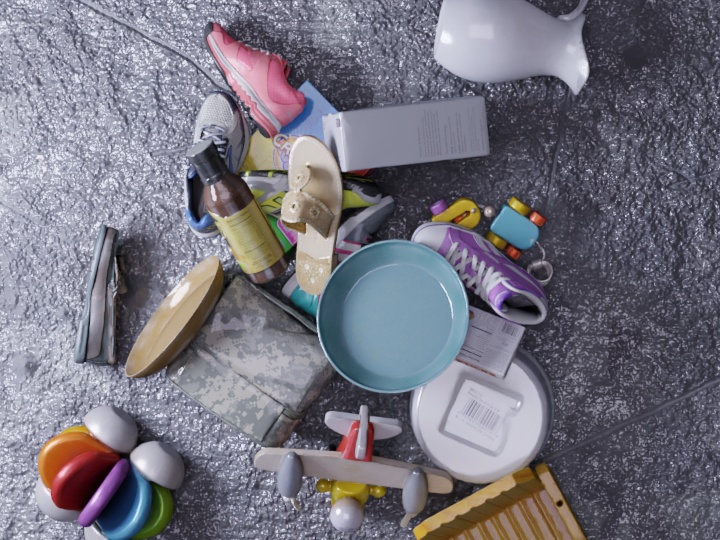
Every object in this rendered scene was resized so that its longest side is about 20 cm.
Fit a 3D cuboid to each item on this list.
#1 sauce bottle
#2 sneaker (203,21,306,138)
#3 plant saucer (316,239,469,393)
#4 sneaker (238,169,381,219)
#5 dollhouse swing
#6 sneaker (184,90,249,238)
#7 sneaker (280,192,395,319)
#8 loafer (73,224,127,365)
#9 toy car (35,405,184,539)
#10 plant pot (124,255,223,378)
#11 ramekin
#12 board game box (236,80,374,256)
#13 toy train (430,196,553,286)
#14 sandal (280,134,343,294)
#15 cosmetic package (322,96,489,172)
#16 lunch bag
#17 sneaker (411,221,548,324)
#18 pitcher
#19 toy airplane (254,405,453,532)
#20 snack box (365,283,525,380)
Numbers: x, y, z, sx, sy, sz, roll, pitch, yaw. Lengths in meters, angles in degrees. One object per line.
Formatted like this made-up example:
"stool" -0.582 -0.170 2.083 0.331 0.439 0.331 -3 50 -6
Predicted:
"sauce bottle" -0.163 -0.078 1.633 0.065 0.065 0.200 -25 113 6
"sneaker" -0.142 -0.272 1.713 0.087 0.074 0.200 -33 68 -3
"plant saucer" 0.044 0.061 1.611 0.199 0.036 0.201 -3 75 12
"sneaker" -0.067 -0.095 1.675 0.199 0.075 0.077 4 98 18
"dollhouse swing" 0.186 0.361 1.626 0.199 0.176 0.182 -29 86 5
"sneaker" -0.197 -0.144 1.679 0.077 0.085 0.201 4 90 7
"sneaker" 0.000 0.000 1.694 0.200 0.084 0.121 -45 82 9
"loafer" -0.357 0.037 1.757 0.063 0.072 0.201 11 98 -13
"toy car" -0.352 0.294 1.705 0.200 0.150 0.175 37 94 6
"plant pot" -0.245 0.067 1.679 0.027 0.200 0.200 39 95 -18
"ramekin" 0.161 0.189 1.668 0.200 0.098 0.201 0 90 8
"board game box" -0.090 -0.138 1.728 0.200 0.040 0.153 -45 85 5
"toy train" 0.157 -0.029 1.695 0.199 0.056 0.151 -5 104 2
"sandal" -0.069 -0.062 1.605 0.077 0.070 0.213 7 112 23
"cosmetic package" 0.058 -0.179 1.643 0.199 0.113 0.082 -9 96 -11
"lunch bag" -0.133 0.120 1.682 0.200 0.139 0.168 35 100 7
"sneaker" 0.158 0.004 1.617 0.200 0.114 0.073 27 104 -4
"pitcher" 0.205 -0.329 1.665 0.199 0.121 0.172 9 71 -3
"toy airplane" -0.008 0.267 1.621 0.199 0.199 0.142 -16 53 35
"snack box" 0.110 0.072 1.628 0.199 0.024 0.072 22 74 17
